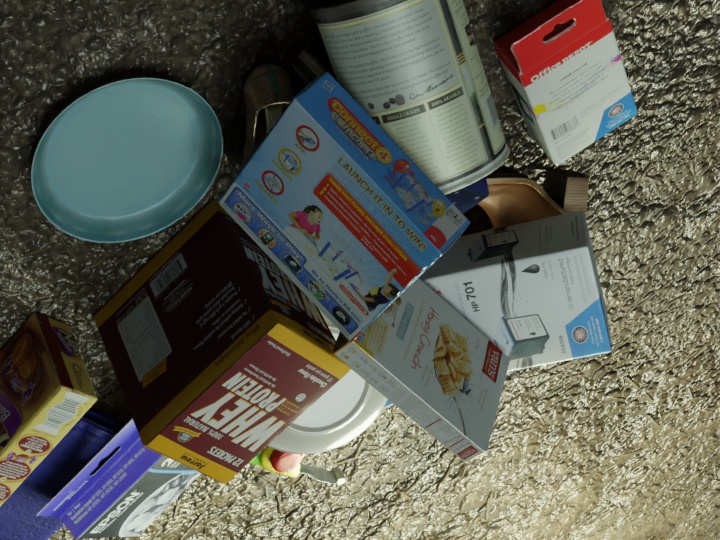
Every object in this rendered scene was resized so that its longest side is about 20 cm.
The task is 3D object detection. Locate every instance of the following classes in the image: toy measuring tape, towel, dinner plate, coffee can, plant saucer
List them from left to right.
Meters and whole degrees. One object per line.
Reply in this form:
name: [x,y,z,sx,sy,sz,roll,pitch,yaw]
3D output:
towel: [-0.373,0.234,1.669,0.200,0.050,0.147,-46,133,13]
plant saucer: [-0.235,-0.114,1.431,0.198,0.028,0.202,-18,136,-17]
toy measuring tape: [-0.076,0.228,1.824,0.199,0.074,0.074,24,115,-43]
dinner plate: [-0.052,0.122,1.645,0.197,0.024,0.203,-5,109,-14]
coffee can: [0.049,-0.186,1.386,0.145,0.146,0.202,-23,109,-10]

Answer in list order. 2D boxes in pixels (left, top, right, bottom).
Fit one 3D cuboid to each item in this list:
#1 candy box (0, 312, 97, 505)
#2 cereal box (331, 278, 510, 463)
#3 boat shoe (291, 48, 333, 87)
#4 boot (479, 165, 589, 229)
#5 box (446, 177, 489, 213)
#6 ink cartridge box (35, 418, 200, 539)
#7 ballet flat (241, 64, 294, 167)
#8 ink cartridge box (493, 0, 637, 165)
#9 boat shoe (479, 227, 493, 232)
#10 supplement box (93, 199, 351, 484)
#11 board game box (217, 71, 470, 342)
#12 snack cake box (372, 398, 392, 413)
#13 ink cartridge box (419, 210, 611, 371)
candy box: [-0.377,0.159,1.538,0.056,0.117,0.200,26,113,-44]
cereal box: [0.070,0.092,1.535,0.199,0.145,0.039,39,132,-17]
boat shoe: [-0.027,-0.150,1.491,0.065,0.072,0.200,-38,144,0]
boot: [0.176,-0.042,1.673,0.198,0.076,0.158,0,106,-32]
box: [0.055,-0.075,1.579,0.120,0.033,0.199,8,150,-36]
ink cartridge box: [-0.256,0.239,1.687,0.198,0.044,0.200,-45,159,10]
ballet flat: [-0.090,-0.118,1.485,0.067,0.068,0.202,-17,137,-10]
ink cartridge box: [0.223,-0.224,1.572,0.115,0.068,0.201,-32,139,-1]
boat shoe: [0.110,0.016,1.731,0.198,0.069,0.074,-28,138,-6]
supplement box: [-0.151,0.077,1.533,0.197,0.201,0.132,-42,138,12]
board game box: [-0.021,-0.057,1.386,0.056,0.200,0.196,-43,179,-39]
snack cake box: [0.038,0.128,1.756,0.198,0.068,0.115,-25,175,-8]
ink cartridge box: [0.174,0.032,1.623,0.197,0.086,0.148,-13,119,11]
